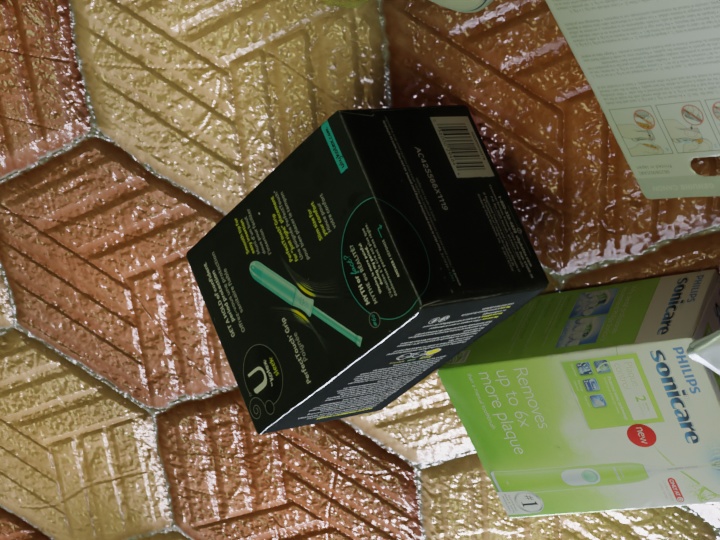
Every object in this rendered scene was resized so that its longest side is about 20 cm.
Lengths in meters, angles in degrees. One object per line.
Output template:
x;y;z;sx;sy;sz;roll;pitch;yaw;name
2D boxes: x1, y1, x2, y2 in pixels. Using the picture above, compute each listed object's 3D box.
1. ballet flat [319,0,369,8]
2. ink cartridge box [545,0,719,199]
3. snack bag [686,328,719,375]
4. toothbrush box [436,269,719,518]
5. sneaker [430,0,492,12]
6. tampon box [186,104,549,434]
-0.072;-0.239;1.039;0.071;0.071;0.200;-26;110;39;ballet flat
0.203;-0.138;0.963;0.162;0.057;0.200;0;135;48;ink cartridge box
0.332;0.052;1.016;0.200;0.021;0.188;-27;138;33;snack bag
0.179;0.093;1.152;0.199;0.086;0.146;-10;120;31;toothbrush box
0.003;-0.228;1.004;0.200;0.071;0.073;40;133;-5;sneaker
0.000;0.000;1.107;0.200;0.126;0.150;-39;67;43;tampon box
